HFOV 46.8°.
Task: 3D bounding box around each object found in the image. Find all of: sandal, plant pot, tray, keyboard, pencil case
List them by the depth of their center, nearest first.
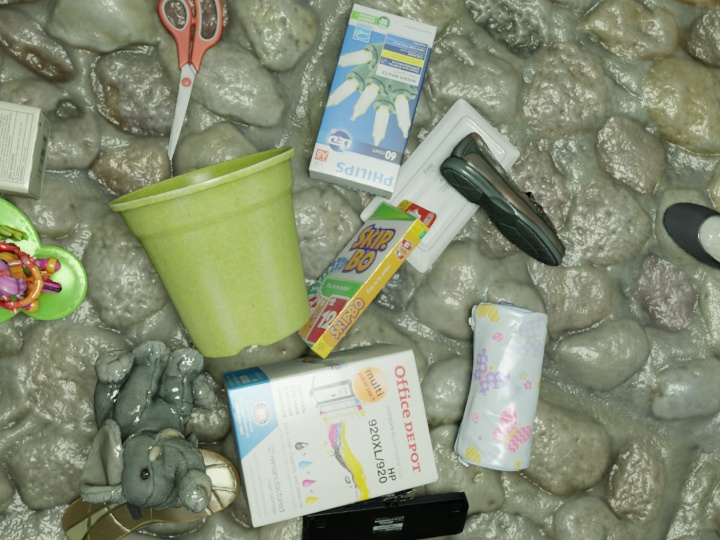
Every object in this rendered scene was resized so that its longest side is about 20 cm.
[{"bbox_3d":[-0.140,-0.015,0.886,0.200,0.200,0.185,-19,103,-12],"label":"plant pot"},{"bbox_3d":[-0.230,0.249,0.922,0.200,0.054,0.080,-21,87,3],"label":"sandal"},{"bbox_3d":[0.030,0.277,0.975,0.200,0.040,0.104,-3,128,-14],"label":"keyboard"},{"bbox_3d":[0.167,0.136,0.989,0.091,0.083,0.200,7,87,-8],"label":"pencil case"},{"bbox_3d":[0.101,-0.105,1.013,0.107,0.022,0.200,41,81,-7],"label":"tray"}]

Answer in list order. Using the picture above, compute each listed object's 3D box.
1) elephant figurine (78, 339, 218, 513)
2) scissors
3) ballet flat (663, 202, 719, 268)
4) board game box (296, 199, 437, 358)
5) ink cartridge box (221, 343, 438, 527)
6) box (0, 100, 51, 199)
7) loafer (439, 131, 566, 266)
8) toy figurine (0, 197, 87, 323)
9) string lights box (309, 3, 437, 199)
[{"bbox_3d":[-0.210,0.180,0.820,0.141,0.155,0.200,-9,50,-4],"label":"elephant figurine"},{"bbox_3d":[-0.192,-0.227,0.957,0.073,0.014,0.200,-3,88,-14],"label":"scissors"},{"bbox_3d":[0.484,-0.026,1.069,0.200,0.073,0.073,34,82,-9],"label":"ballet flat"},{"bbox_3d":[0.000,0.000,0.938,0.200,0.096,0.030,-49,118,-3],"label":"board game box"},{"bbox_3d":[-0.038,0.170,0.912,0.200,0.145,0.148,-11,91,-12],"label":"ink cartridge box"},{"bbox_3d":[-0.437,-0.137,0.870,0.200,0.078,0.095,10,87,-12],"label":"box"},{"bbox_3d":[0.184,-0.084,0.995,0.200,0.072,0.063,39,76,-22],"label":"loafer"},{"bbox_3d":[-0.379,0.004,0.820,0.200,0.184,0.150,19,90,-14],"label":"toy figurine"},{"bbox_3d":[0.014,-0.194,0.972,0.103,0.059,0.200,15,85,-2],"label":"string lights box"}]
